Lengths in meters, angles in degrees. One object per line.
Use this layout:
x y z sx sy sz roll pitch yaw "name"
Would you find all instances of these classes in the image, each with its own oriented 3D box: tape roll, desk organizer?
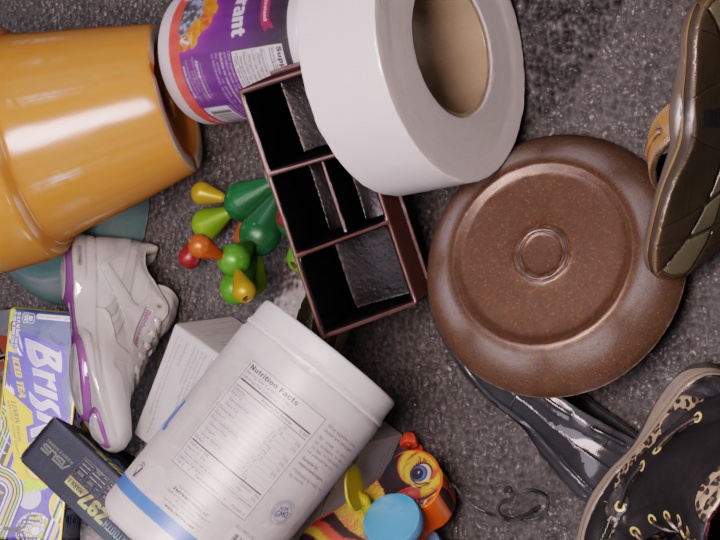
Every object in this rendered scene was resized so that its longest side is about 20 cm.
0.040 -0.158 1.534 0.071 0.202 0.203 -10 88 35 "tape roll"
-0.018 -0.057 1.560 0.072 0.077 0.200 -15 99 23 "desk organizer"

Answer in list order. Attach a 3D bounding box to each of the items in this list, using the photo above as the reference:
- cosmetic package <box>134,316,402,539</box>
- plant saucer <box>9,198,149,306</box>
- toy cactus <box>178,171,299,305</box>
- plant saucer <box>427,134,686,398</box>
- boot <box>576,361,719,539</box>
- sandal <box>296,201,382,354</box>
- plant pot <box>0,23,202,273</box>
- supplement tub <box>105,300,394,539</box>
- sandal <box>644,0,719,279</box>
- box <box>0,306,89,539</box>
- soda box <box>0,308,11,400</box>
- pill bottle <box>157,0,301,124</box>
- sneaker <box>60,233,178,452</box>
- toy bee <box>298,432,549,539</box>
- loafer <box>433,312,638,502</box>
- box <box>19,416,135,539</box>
-0.077 0.134 1.713 0.200 0.081 0.113 34 112 27 "cosmetic package"
-0.273 -0.067 1.861 0.200 0.036 0.201 4 96 35 "plant saucer"
-0.080 -0.053 1.684 0.165 0.102 0.200 -63 20 -6 "toy cactus"
0.137 -0.008 1.534 0.200 0.037 0.201 -6 74 22 "plant saucer"
0.225 0.177 1.459 0.200 0.073 0.151 -60 20 12 "boot"
0.000 0.000 1.658 0.082 0.054 0.200 42 121 59 "sandal"
-0.235 -0.117 1.716 0.183 0.200 0.201 -15 85 10 "plant pot"
-0.084 0.138 1.573 0.132 0.132 0.200 36 84 28 "supplement tub"
0.230 -0.095 1.474 0.055 0.082 0.201 15 105 52 "sandal"
-0.274 0.135 1.827 0.070 0.064 0.201 5 85 7 "box"
-0.337 0.138 1.904 0.068 0.064 0.201 -15 86 34 "soda box"
-0.051 -0.180 1.649 0.200 0.111 0.112 -5 91 35 "pill bottle"
-0.196 0.055 1.758 0.075 0.099 0.200 117 148 -58 "sneaker"
0.034 0.187 1.637 0.131 0.199 0.109 90 165 -46 "toy bee"
0.136 0.085 1.569 0.201 0.068 0.070 47 110 17 "loafer"
-0.171 0.213 1.734 0.200 0.158 0.051 38 88 26 "box"
